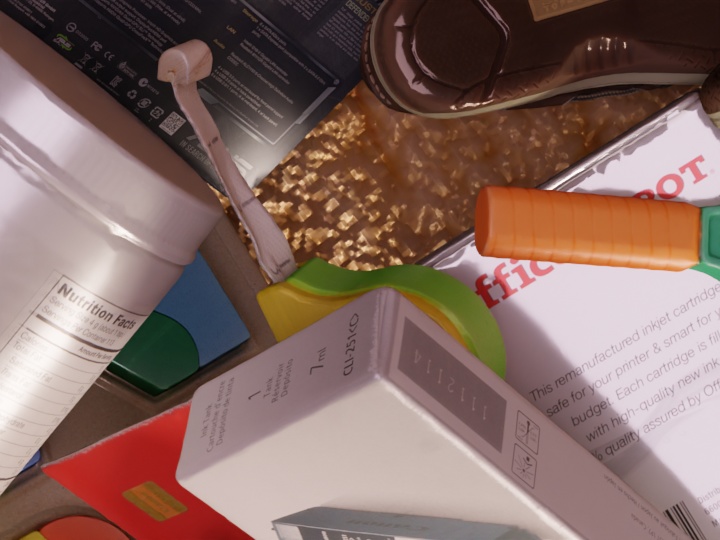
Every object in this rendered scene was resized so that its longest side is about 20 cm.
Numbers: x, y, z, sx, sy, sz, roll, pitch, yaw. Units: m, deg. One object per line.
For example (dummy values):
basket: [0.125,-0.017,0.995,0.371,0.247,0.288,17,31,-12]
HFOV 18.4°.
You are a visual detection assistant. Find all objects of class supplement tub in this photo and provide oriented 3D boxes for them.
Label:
supplement tub: [-0.156,0.016,0.751,0.132,0.132,0.200,39,94,0]

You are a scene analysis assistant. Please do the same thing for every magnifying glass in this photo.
magnifying glass: [0.138,-0.010,0.793,0.200,0.022,0.080,4,83,-13]

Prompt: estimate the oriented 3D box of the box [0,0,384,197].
box: [-0.061,-0.137,0.816,0.158,0.051,0.200,-45,131,11]

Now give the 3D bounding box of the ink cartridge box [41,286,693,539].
ink cartridge box: [0.010,0.107,0.785,0.176,0.045,0.200,-29,125,34]

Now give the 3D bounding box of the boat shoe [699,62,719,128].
boat shoe: [0.216,-0.086,0.812,0.200,0.072,0.076,-31,101,-17]

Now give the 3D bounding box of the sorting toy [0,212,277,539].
sorting toy: [-0.096,0.071,0.857,0.185,0.036,0.200,-31,92,-21]

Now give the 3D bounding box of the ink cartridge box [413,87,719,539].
ink cartridge box: [0.124,0.050,0.859,0.146,0.086,0.200,-31,92,9]

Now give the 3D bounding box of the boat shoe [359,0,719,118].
boat shoe: [0.093,-0.100,0.851,0.202,0.075,0.075,-9,87,-17]

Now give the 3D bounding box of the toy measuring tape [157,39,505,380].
toy measuring tape: [0.000,0.000,0.790,0.073,0.074,0.200,-25,96,8]
